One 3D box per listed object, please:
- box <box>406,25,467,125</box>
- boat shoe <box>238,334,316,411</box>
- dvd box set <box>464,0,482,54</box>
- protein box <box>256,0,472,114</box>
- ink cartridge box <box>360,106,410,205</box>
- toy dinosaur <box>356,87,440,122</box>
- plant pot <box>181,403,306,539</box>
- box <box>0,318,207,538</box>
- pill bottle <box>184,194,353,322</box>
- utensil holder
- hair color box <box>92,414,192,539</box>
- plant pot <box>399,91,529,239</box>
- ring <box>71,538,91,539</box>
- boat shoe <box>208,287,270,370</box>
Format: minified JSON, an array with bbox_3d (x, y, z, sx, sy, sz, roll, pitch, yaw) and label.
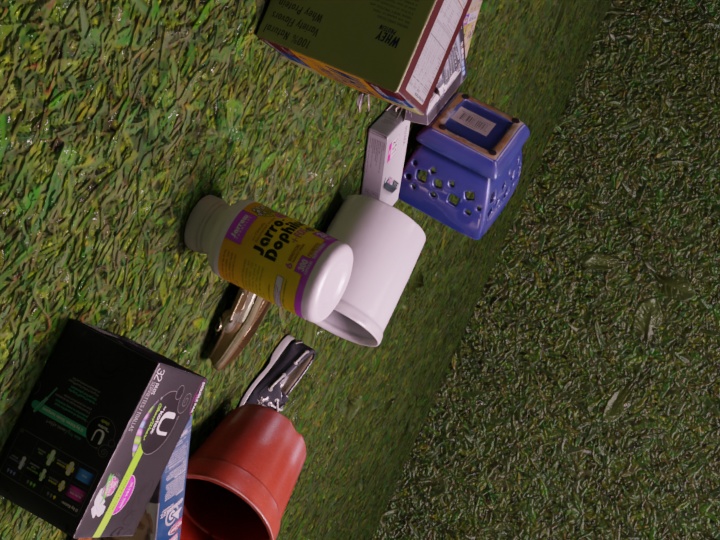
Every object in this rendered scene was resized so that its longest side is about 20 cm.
[{"bbox_3d":[0.119,-0.371,1.691,0.158,0.049,0.201,-53,148,-37],"label":"box"},{"bbox_3d":[-0.145,0.201,1.705,0.201,0.060,0.076,-60,163,-20],"label":"boat shoe"},{"bbox_3d":[0.170,-0.415,1.879,0.146,0.029,0.202,-40,149,-57],"label":"dvd box set"},{"bbox_3d":[0.016,-0.327,1.233,0.202,0.197,0.135,-66,163,4],"label":"protein box"},{"bbox_3d":[0.061,-0.208,1.812,0.174,0.043,0.201,-49,157,-41],"label":"ink cartridge box"},{"bbox_3d":[0.037,-0.303,1.528,0.181,0.104,0.202,36,57,-51],"label":"toy dinosaur"},{"bbox_3d":[-0.185,0.323,1.553,0.196,0.199,0.202,-58,164,-52],"label":"plant pot"},{"bbox_3d":[-0.287,0.178,1.127,0.202,0.123,0.149,-65,163,-6],"label":"box"},{"bbox_3d":[-0.116,-0.021,1.245,0.105,0.199,0.105,-55,160,-31],"label":"pill bottle"},{"bbox_3d":[0.000,0.000,1.692,0.201,0.169,0.170,-62,163,-16],"label":"utensil holder"},{"bbox_3d":[-0.276,0.263,1.277,0.060,0.099,0.202,-33,136,-59],"label":"hair color box"},{"bbox_3d":[0.202,-0.213,1.939,0.200,0.199,0.181,-50,163,-40],"label":"plant pot"},{"bbox_3d":[-0.340,0.354,1.386,0.201,0.019,0.201,-55,159,-32],"label":"ring"},{"bbox_3d":[-0.167,0.047,1.454,0.202,0.063,0.073,-60,176,3],"label":"boat shoe"}]
